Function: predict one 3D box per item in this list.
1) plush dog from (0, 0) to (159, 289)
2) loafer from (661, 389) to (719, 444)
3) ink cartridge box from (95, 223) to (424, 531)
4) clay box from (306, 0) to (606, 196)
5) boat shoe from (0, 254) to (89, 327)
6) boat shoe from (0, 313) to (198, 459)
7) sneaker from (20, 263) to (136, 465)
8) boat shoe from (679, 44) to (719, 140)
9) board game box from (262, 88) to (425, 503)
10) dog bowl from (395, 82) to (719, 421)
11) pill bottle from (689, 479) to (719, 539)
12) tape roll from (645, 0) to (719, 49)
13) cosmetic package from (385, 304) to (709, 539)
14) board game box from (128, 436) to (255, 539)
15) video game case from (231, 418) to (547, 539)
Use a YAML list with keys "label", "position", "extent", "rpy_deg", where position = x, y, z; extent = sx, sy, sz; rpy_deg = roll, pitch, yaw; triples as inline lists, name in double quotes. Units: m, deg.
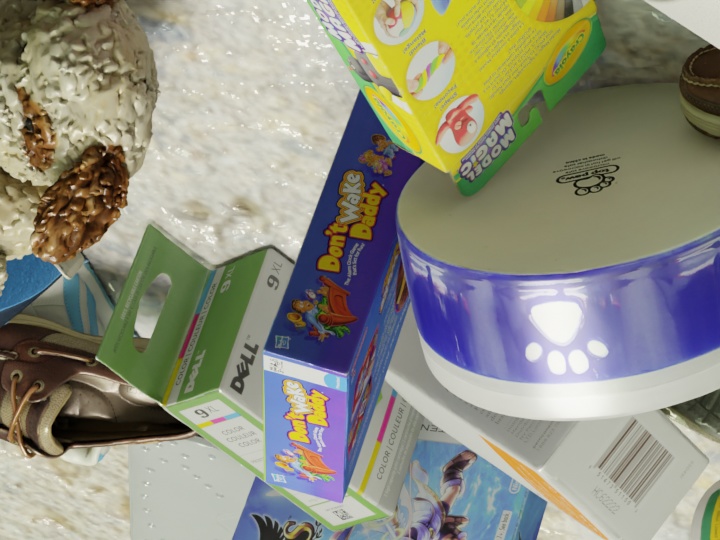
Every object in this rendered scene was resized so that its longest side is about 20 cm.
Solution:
- label: "plush dog"
  position: [-0.163, -0.079, 1.404]
  extent: [0.160, 0.201, 0.172]
  rpy_deg: [-3, 171, -31]
- label: "loafer"
  position: [0.164, 0.035, 1.491]
  extent: [0.199, 0.075, 0.070]
  rpy_deg: [35, 169, -8]
- label: "ink cartridge box"
  position: [-0.052, 0.059, 1.597]
  extent: [0.200, 0.104, 0.059]
  rpy_deg: [38, 143, -27]
- label: "clay box"
  position: [0.037, -0.136, 1.239]
  extent: [0.048, 0.115, 0.200]
  rpy_deg: [30, 161, 41]
- label: "boat shoe"
  position: [-0.236, 0.004, 1.574]
  extent: [0.084, 0.200, 0.069]
  rpy_deg: [54, 179, -3]
- label: "boat shoe"
  position: [-0.187, 0.076, 1.610]
  extent: [0.199, 0.072, 0.073]
  rpy_deg: [7, 114, -3]
- label: "sneaker"
  position: [-0.201, 0.042, 1.673]
  extent: [0.076, 0.081, 0.200]
  rpy_deg: [-3, 141, 34]
- label: "boat shoe"
  position: [0.240, -0.106, 1.236]
  extent: [0.201, 0.075, 0.075]
  rpy_deg: [-2, 125, 26]
- label: "board game box"
  position: [0.000, 0.000, 1.388]
  extent: [0.044, 0.201, 0.135]
  rpy_deg: [15, 148, 7]
- label: "dog bowl"
  position: [0.119, -0.013, 1.297]
  extent: [0.199, 0.200, 0.079]
  rpy_deg: [0, 120, 28]
- label: "pill bottle"
  position: [0.294, 0.151, 1.544]
  extent: [0.113, 0.113, 0.200]
  rpy_deg: [35, 144, -25]
- label: "tape roll"
  position: [0.216, -0.155, 1.037]
  extent: [0.139, 0.204, 0.203]
  rpy_deg: [31, 146, -17]
- label: "cosmetic package"
  position: [0.088, 0.071, 1.482]
  extent: [0.101, 0.071, 0.200]
  rpy_deg: [43, 174, -37]
- label: "board game box"
  position: [-0.061, 0.171, 1.847]
  extent: [0.199, 0.026, 0.200]
  rpy_deg: [16, 148, 6]
- label: "video game case"
  position: [0.011, 0.173, 1.645]
  extent: [0.180, 0.201, 0.046]
  rpy_deg: [4, 142, 22]
